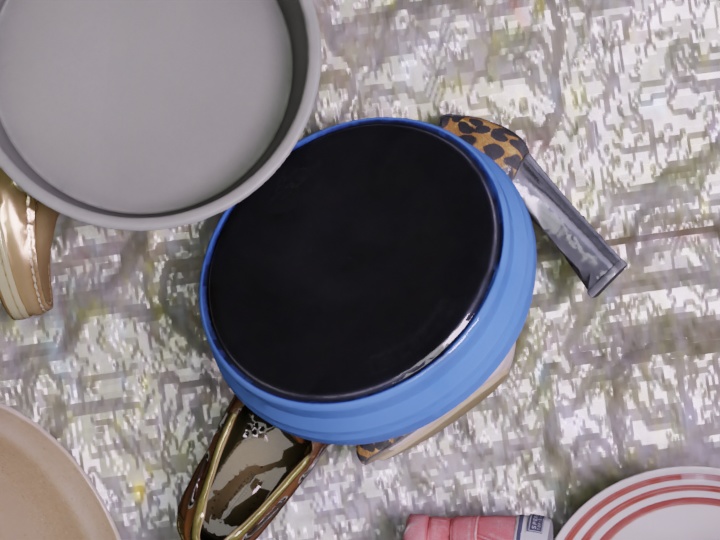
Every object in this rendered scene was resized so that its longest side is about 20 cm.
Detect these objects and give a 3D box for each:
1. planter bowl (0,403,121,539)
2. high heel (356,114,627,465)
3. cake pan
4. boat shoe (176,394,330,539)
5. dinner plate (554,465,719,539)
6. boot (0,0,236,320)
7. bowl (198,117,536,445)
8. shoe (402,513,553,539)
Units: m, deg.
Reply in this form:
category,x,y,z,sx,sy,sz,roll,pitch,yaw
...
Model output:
category,x,y,z,sx,sy,sz,roll,pitch,yaw
planter bowl,-0.239,0.187,1.026,0.135,0.200,0.200,-26,93,24
high heel,0.041,0.009,1.099,0.200,0.071,0.143,-42,81,1
cake pan,-0.122,-0.119,1.026,0.200,0.037,0.201,0,84,-4
boat shoe,-0.040,0.085,1.084,0.072,0.068,0.200,27,88,-2
dinner plate,0.206,0.209,1.099,0.200,0.024,0.201,5,105,18
boot,-0.144,-0.073,1.075,0.155,0.073,0.200,-2,85,-5
bowl,0.000,0.000,1.042,0.200,0.039,0.201,-11,58,18
shoe,0.067,0.242,1.098,0.091,0.071,0.200,2,97,12
